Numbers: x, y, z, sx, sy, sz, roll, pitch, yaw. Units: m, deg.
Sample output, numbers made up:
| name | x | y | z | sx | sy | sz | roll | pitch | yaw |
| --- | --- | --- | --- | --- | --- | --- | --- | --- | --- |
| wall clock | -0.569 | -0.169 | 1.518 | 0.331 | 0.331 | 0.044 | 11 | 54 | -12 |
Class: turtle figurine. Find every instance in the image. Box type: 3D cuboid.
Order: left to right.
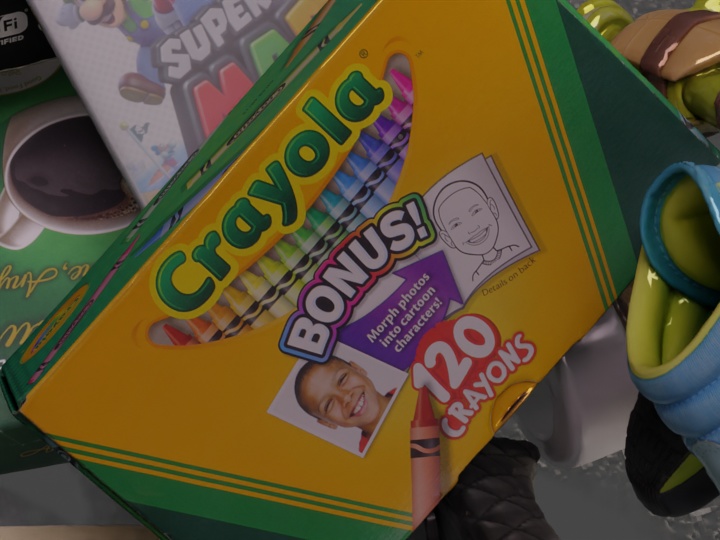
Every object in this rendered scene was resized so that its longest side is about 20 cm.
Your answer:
| name | x | y | z | sx | sy | sz | roll | pitch | yaw |
| --- | --- | --- | --- | --- | --- | --- | --- | --- | --- |
| turtle figurine | 0.114 | -0.067 | 0.854 | 0.200 | 0.065 | 0.161 | -26 | 28 | -30 |

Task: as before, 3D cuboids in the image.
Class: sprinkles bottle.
| name | x | y | z | sx | sy | sz | roll | pitch | yaw |
| --- | --- | --- | --- | --- | --- | --- | --- | --- | --- |
| sprinkles bottle | 0.144 | 0.003 | 0.839 | 0.199 | 0.068 | 0.068 | -20 | 67 | -16 |

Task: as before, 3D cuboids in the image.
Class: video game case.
| name | x | y | z | sx | sy | sz | roll | pitch | yaw |
| --- | --- | --- | --- | --- | --- | --- | --- | --- | --- |
| video game case | -0.017 | -0.071 | 0.771 | 0.143 | 0.018 | 0.200 | -30 | 103 | -7 |

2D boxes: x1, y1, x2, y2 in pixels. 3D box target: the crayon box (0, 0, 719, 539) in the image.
| name | x | y | z | sx | sy | sz | roll | pitch | yaw |
| --- | --- | --- | --- | --- | --- | --- | --- | --- | --- |
| crayon box | 0.000 | 0.000 | 0.746 | 0.119 | 0.058 | 0.200 | 42 | 88 | -16 |

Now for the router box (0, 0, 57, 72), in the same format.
| name | x | y | z | sx | sy | sz | roll | pitch | yaw |
| --- | --- | --- | --- | --- | --- | --- | --- | --- | --- |
| router box | -0.121 | -0.152 | 0.849 | 0.149 | 0.062 | 0.200 | -16 | 43 | -19 |

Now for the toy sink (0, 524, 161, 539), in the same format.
| name | x | y | z | sx | sy | sz | roll | pitch | yaw |
| --- | --- | --- | --- | --- | --- | --- | --- | --- | --- |
| toy sink | -0.109 | 0.153 | 0.711 | 0.130 | 0.112 | 0.201 | 0 | 63 | -7 |

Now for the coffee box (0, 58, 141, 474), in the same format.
| name | x | y | z | sx | sy | sz | roll | pitch | yaw |
| --- | --- | --- | --- | --- | --- | --- | --- | --- | --- |
| coffee box | -0.114 | -0.029 | 0.841 | 0.123 | 0.044 | 0.201 | -10 | 64 | -12 |

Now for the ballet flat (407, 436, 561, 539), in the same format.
| name | x | y | z | sx | sy | sz | roll | pitch | yaw |
| --- | --- | --- | --- | --- | --- | --- | --- | --- | --- |
| ballet flat | 0.063 | 0.102 | 0.738 | 0.057 | 0.067 | 0.200 | -14 | 32 | -15 |

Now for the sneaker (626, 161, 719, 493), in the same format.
| name | x | y | z | sx | sy | sz | roll | pitch | yaw |
| --- | --- | --- | --- | --- | --- | --- | --- | --- | --- |
| sneaker | 0.156 | -0.011 | 0.694 | 0.131 | 0.079 | 0.200 | 46 | 68 | -11 |

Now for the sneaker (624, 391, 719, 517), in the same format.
| name | x | y | z | sx | sy | sz | roll | pitch | yaw |
| --- | --- | --- | --- | --- | --- | --- | --- | --- | --- |
| sneaker | 0.174 | 0.027 | 0.778 | 0.200 | 0.074 | 0.081 | -32 | 103 | -13 |
